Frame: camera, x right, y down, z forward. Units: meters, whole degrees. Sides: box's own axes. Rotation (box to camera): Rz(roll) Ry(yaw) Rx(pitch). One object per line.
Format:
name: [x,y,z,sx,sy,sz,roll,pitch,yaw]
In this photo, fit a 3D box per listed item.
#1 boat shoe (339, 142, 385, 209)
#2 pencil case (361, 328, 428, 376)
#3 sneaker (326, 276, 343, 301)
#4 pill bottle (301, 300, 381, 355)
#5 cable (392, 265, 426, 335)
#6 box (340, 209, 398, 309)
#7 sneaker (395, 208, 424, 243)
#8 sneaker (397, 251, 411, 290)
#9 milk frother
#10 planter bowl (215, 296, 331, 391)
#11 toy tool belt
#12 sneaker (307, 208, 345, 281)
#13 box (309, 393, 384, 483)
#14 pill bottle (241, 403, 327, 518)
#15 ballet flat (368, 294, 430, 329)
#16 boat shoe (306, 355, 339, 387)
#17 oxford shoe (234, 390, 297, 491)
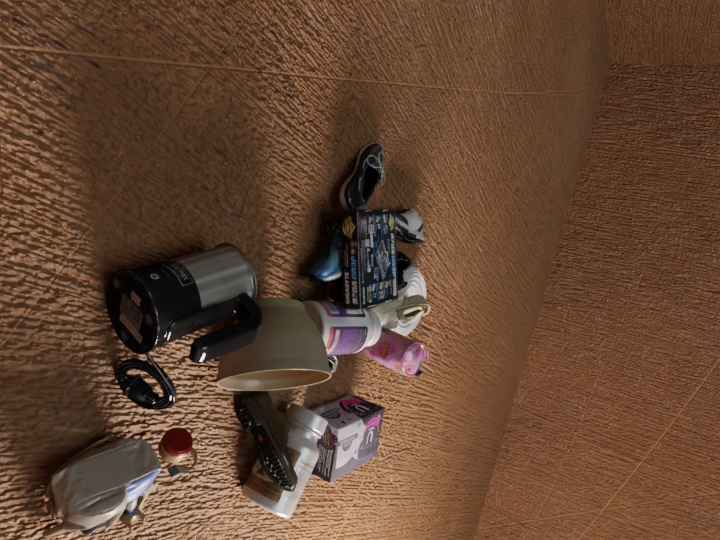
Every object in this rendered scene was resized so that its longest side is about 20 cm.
boat shoe: [0.017,-0.210,1.186,0.201,0.061,0.075,-61,137,-40]
pencil case: [0.069,0.184,1.307,0.087,0.199,0.089,-11,108,-38]
sneaker: [0.000,0.000,1.243,0.201,0.080,0.087,-54,147,-28]
pill bottle: [-0.047,0.122,1.157,0.199,0.110,0.113,7,97,-49]
cable: [0.102,0.084,1.445,0.201,0.068,0.202,-51,141,-35]
box: [0.021,-0.028,1.155,0.158,0.045,0.203,-11,101,-57]
sneaker: [0.105,-0.124,1.384,0.199,0.073,0.081,19,71,-63]
sneaker: [0.058,0.032,1.322,0.201,0.099,0.070,-57,144,-22]
milk frother: [-0.265,0.084,0.822,0.200,0.182,0.187,-43,167,36]
planter bowl: [-0.153,0.128,0.964,0.200,0.198,0.137,31,49,-57]
toy tool belt: [-0.348,0.308,0.793,0.199,0.125,0.124,-14,145,-52]
sneaker: [-0.061,-0.055,1.146,0.091,0.078,0.201,60,43,-31]
box: [-0.044,0.386,1.286,0.199,0.113,0.134,-2,104,-58]
pill bottle: [-0.149,0.384,1.119,0.202,0.113,0.115,-63,146,-20]
ballet flat: [0.089,0.105,1.317,0.198,0.069,0.071,-15,116,-33]
boat shoe: [-0.083,0.203,1.192,0.199,0.070,0.073,-35,130,-48]
oxford shoe: [-0.159,0.320,1.040,0.084,0.072,0.202,-23,91,-48]
